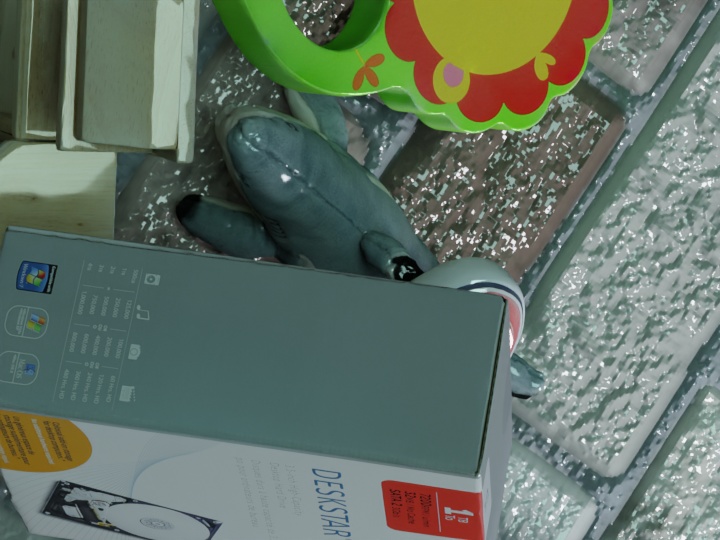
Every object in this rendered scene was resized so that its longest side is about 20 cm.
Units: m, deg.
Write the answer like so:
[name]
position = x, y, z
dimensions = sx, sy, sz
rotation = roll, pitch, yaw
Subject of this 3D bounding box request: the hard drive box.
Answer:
[hard drive box]
position = -0.042, 0.059, 1.184
dimensions = 0.199, 0.156, 0.077
rotation = 7, 66, 7

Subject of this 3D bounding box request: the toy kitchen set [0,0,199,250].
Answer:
[toy kitchen set]
position = -0.174, -0.077, 1.195
dimensions = 0.180, 0.163, 0.201
rotation = 1, 97, -22

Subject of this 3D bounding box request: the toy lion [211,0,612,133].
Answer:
[toy lion]
position = 0.025, -0.141, 1.314
dimensions = 0.200, 0.069, 0.192
rotation = -34, 115, -28

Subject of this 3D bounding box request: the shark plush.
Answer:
[shark plush]
position = 0.000, 0.000, 1.321
dimensions = 0.091, 0.083, 0.200
rotation = -40, 110, -13

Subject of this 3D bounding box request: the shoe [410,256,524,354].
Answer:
[shoe]
position = 0.015, 0.094, 1.294
dimensions = 0.071, 0.091, 0.200
rotation = 23, 115, -33
